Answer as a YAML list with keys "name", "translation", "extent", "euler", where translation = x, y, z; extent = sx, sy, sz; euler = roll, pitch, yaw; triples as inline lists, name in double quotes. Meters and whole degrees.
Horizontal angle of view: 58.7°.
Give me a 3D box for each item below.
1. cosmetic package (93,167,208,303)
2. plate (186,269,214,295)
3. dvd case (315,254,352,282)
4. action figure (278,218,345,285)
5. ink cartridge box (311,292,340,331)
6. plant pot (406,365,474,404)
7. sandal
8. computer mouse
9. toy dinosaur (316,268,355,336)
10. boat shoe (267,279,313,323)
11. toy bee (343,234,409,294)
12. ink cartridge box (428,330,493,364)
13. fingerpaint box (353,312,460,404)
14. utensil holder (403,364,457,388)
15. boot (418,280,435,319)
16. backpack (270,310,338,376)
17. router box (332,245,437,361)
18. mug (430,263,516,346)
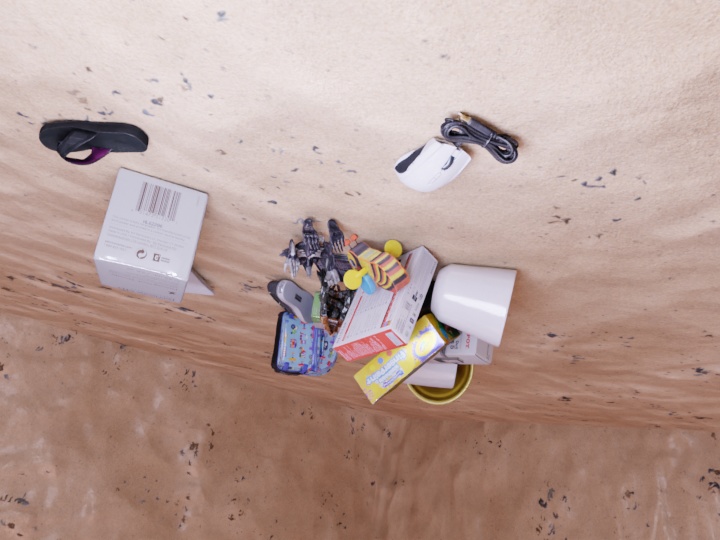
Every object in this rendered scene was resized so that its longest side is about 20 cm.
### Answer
- name: "cosmetic package"
  translation: [-0.388, -0.056, 1.193]
  extent: [0.162, 0.172, 0.200]
  euler: [14, 162, -15]
- name: "plate"
  translation: [-0.494, 0.011, 1.658]
  extent: [0.193, 0.033, 0.200]
  euler: [7, 160, 10]
- name: "dvd case"
  translation: [0.000, 0.000, 1.400]
  extent: [0.193, 0.016, 0.149]
  euler: [6, 160, 13]
- name: "action figure"
  translation: [-0.094, -0.026, 1.241]
  extent: [0.115, 0.106, 0.200]
  euler: [3, 162, -14]
- name: "ink cartridge box"
  translation: [-0.025, 0.119, 1.676]
  extent: [0.193, 0.069, 0.118]
  euler: [8, 161, 5]
- name: "plant pot"
  translation: [0.216, 0.261, 1.801]
  extent: [0.194, 0.208, 0.189]
  euler: [7, 178, 6]
- name: "sandal"
  translation: [-0.424, -0.195, 0.994]
  extent: [0.194, 0.050, 0.075]
  euler: [2, 160, 20]
- name: "computer mouse"
  translation: [0.113, -0.145, 0.874]
  extent: [0.107, 0.045, 0.199]
  euler: [17, 160, -24]
- name: "toy dinosaur"
  translation: [-0.051, 0.080, 1.403]
  extent: [0.099, 0.139, 0.201]
  euler: [1, -151, -22]
- name: "boat shoe"
  translation: [-0.178, 0.078, 1.641]
  extent: [0.064, 0.072, 0.200]
  euler: [9, 162, 26]
- name: "toy bee"
  translation: [0.008, -0.011, 1.210]
  extent: [0.197, 0.131, 0.111]
  euler: [-15, 111, 45]
- name: "ink cartridge box"
  translation: [0.205, 0.134, 1.478]
  extent: [0.195, 0.150, 0.083]
  euler: [-6, 156, 38]
- name: "fingerpaint box"
  translation: [0.099, 0.174, 1.333]
  extent: [0.199, 0.074, 0.166]
  euler: [-42, 168, 16]
- name: "utensil holder"
  translation: [0.147, 0.208, 1.637]
  extent: [0.193, 0.175, 0.171]
  euler: [7, 162, 4]
- name: "boot"
  translation: [0.116, 0.082, 1.363]
  extent: [0.197, 0.074, 0.077]
  euler: [-23, 143, -37]
- name: "backpack"
  translation: [-0.145, 0.213, 1.832]
  extent: [0.194, 0.189, 0.134]
  euler: [12, 168, -18]
- name: "router box"
  translation: [0.048, 0.065, 1.241]
  extent: [0.049, 0.203, 0.177]
  euler: [40, 143, -22]
- name: "mug"
  translation: [0.222, 0.066, 1.289]
  extent: [0.148, 0.153, 0.188]
  euler: [13, 156, 13]
